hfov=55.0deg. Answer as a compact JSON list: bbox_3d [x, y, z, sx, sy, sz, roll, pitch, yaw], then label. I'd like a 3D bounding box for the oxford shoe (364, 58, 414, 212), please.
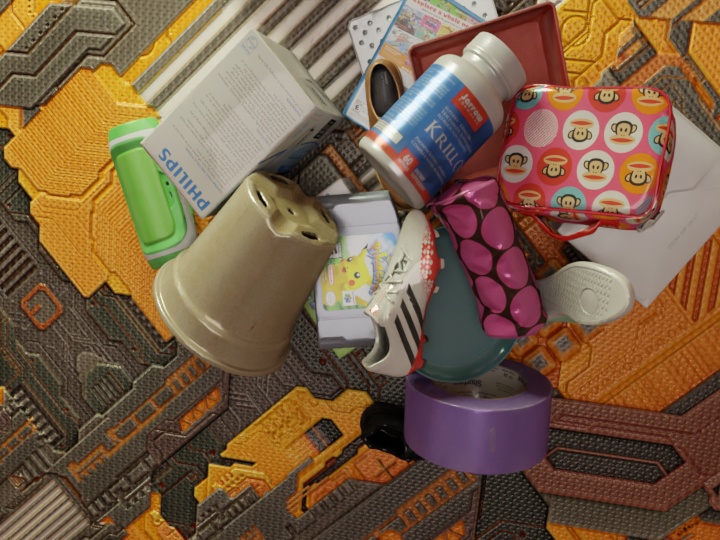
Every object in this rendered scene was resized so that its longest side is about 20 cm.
[{"bbox_3d":[0.040,-0.173,0.907,0.069,0.071,0.205,-14,100,8],"label":"oxford shoe"}]

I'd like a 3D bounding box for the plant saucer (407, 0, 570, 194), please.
[{"bbox_3d":[0.174,-0.219,0.906,0.195,0.037,0.205,-17,106,0],"label":"plant saucer"}]

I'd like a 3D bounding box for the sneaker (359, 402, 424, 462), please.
[{"bbox_3d":[0.092,0.247,1.005,0.194,0.091,0.078,2,99,6],"label":"sneaker"}]

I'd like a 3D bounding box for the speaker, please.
[{"bbox_3d":[-0.297,-0.110,1.000,0.086,0.088,0.205,-15,97,10],"label":"speaker"}]

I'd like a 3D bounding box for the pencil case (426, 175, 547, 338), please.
[{"bbox_3d":[0.156,-0.012,0.846,0.092,0.091,0.204,-18,103,23],"label":"pencil case"}]

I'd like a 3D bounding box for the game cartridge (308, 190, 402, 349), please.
[{"bbox_3d":[0.000,0.000,0.918,0.129,0.040,0.206,-5,97,2],"label":"game cartridge"}]

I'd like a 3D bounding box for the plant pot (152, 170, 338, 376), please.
[{"bbox_3d":[-0.125,-0.009,0.853,0.199,0.201,0.185,39,115,-1],"label":"plant pot"}]

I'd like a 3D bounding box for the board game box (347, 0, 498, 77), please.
[{"bbox_3d":[0.103,-0.274,0.948,0.195,0.026,0.205,-18,97,10],"label":"board game box"}]

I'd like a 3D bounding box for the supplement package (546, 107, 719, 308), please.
[{"bbox_3d":[0.368,-0.088,0.900,0.155,0.111,0.201,39,102,-1],"label":"supplement package"}]

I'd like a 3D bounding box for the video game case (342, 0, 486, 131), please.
[{"bbox_3d":[0.083,-0.262,0.931,0.141,0.018,0.203,31,102,2],"label":"video game case"}]

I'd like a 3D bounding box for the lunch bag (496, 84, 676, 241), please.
[{"bbox_3d":[0.263,-0.124,0.822,0.196,0.081,0.181,11,89,29],"label":"lunch bag"}]

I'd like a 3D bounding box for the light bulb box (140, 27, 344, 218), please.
[{"bbox_3d":[-0.145,-0.185,0.909,0.199,0.198,0.126,-41,90,13],"label":"light bulb box"}]

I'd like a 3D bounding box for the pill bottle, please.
[{"bbox_3d":[0.101,-0.183,0.830,0.112,0.112,0.200,44,91,-2],"label":"pill bottle"}]

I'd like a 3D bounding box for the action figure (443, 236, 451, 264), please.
[{"bbox_3d":[0.170,-0.006,0.954,0.128,0.069,0.204,-26,104,-4],"label":"action figure"}]

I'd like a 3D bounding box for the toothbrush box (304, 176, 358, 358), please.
[{"bbox_3d":[-0.023,-0.006,0.979,0.144,0.086,0.202,-35,95,10],"label":"toothbrush box"}]

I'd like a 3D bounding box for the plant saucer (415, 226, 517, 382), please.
[{"bbox_3d":[0.122,0.042,0.901,0.194,0.027,0.207,-2,96,-14],"label":"plant saucer"}]

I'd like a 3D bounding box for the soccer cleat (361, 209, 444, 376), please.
[{"bbox_3d":[0.046,0.029,0.832,0.083,0.068,0.206,2,101,-27],"label":"soccer cleat"}]

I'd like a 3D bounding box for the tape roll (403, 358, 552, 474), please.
[{"bbox_3d":[0.155,0.185,0.928,0.194,0.200,0.088,3,102,7],"label":"tape roll"}]

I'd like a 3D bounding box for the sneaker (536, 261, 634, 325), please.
[{"bbox_3d":[0.297,0.026,0.860,0.115,0.200,0.076,-4,87,-18],"label":"sneaker"}]
